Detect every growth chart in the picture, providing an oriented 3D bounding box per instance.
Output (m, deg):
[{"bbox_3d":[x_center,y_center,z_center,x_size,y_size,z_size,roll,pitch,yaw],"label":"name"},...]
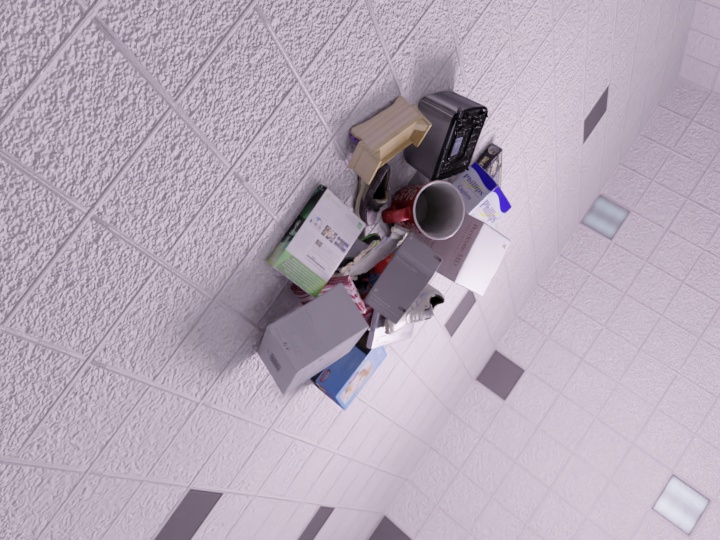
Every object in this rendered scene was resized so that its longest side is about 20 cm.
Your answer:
[{"bbox_3d":[0.027,-0.035,1.600,0.198,0.018,0.144,-38,162,12],"label":"growth chart"}]

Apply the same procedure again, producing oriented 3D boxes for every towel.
[{"bbox_3d":[-0.071,0.070,1.643,0.201,0.140,0.023,63,21,-62],"label":"towel"}]

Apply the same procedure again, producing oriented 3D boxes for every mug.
[{"bbox_3d":[0.135,-0.158,1.676,0.200,0.174,0.137,-154,-97,-72],"label":"mug"}]

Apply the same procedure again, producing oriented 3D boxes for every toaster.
[{"bbox_3d":[0.212,-0.335,1.684,0.179,0.118,0.204,-26,142,-49],"label":"toaster"}]

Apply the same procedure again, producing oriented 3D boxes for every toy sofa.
[{"bbox_3d":[0.055,-0.288,1.510,0.199,0.098,0.083,-41,171,-33],"label":"toy sofa"}]

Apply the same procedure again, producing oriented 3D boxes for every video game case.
[{"bbox_3d":[0.095,0.104,1.833,0.198,0.022,0.187,-7,113,-53],"label":"video game case"}]

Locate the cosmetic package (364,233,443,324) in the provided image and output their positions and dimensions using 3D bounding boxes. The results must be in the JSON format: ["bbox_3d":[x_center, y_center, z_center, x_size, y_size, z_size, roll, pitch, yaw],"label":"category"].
[{"bbox_3d":[0.100,0.022,1.635,0.091,0.106,0.201,-53,176,-41],"label":"cosmetic package"}]

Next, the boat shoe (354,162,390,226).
[{"bbox_3d":[0.033,-0.175,1.604,0.072,0.064,0.203,-39,150,-36],"label":"boat shoe"}]

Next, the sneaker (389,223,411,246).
[{"bbox_3d":[0.158,-0.136,1.873,0.199,0.077,0.101,-34,144,-42],"label":"sneaker"}]

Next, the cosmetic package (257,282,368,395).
[{"bbox_3d":[-0.109,0.156,1.550,0.198,0.124,0.200,-31,168,-24],"label":"cosmetic package"}]

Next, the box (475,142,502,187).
[{"bbox_3d":[0.380,-0.271,2.154,0.161,0.049,0.201,-47,153,-17],"label":"box"}]

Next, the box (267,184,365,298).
[{"bbox_3d":[-0.092,-0.060,1.482,0.144,0.036,0.202,39,82,-40],"label":"box"}]

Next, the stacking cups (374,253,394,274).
[{"bbox_3d":[0.082,-0.030,1.818,0.061,0.060,0.200,-62,168,13],"label":"stacking cups"}]

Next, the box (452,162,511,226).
[{"bbox_3d":[0.321,-0.180,2.018,0.200,0.105,0.183,-45,152,8],"label":"box"}]

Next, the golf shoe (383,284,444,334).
[{"bbox_3d":[0.141,0.102,1.793,0.200,0.096,0.080,-43,139,-32],"label":"golf shoe"}]

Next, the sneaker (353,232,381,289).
[{"bbox_3d":[0.000,0.000,1.726,0.203,0.083,0.076,-59,156,4],"label":"sneaker"}]

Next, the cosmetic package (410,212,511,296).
[{"bbox_3d":[0.251,-0.065,1.810,0.165,0.198,0.170,23,97,-50],"label":"cosmetic package"}]

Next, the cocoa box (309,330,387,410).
[{"bbox_3d":[-0.040,0.251,1.889,0.201,0.130,0.134,-50,155,-14],"label":"cocoa box"}]

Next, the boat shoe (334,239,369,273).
[{"bbox_3d":[-0.053,-0.027,1.610,0.198,0.071,0.069,-17,134,-50],"label":"boat shoe"}]

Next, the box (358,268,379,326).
[{"bbox_3d":[0.028,0.072,1.841,0.199,0.099,0.097,-32,145,-43],"label":"box"}]
